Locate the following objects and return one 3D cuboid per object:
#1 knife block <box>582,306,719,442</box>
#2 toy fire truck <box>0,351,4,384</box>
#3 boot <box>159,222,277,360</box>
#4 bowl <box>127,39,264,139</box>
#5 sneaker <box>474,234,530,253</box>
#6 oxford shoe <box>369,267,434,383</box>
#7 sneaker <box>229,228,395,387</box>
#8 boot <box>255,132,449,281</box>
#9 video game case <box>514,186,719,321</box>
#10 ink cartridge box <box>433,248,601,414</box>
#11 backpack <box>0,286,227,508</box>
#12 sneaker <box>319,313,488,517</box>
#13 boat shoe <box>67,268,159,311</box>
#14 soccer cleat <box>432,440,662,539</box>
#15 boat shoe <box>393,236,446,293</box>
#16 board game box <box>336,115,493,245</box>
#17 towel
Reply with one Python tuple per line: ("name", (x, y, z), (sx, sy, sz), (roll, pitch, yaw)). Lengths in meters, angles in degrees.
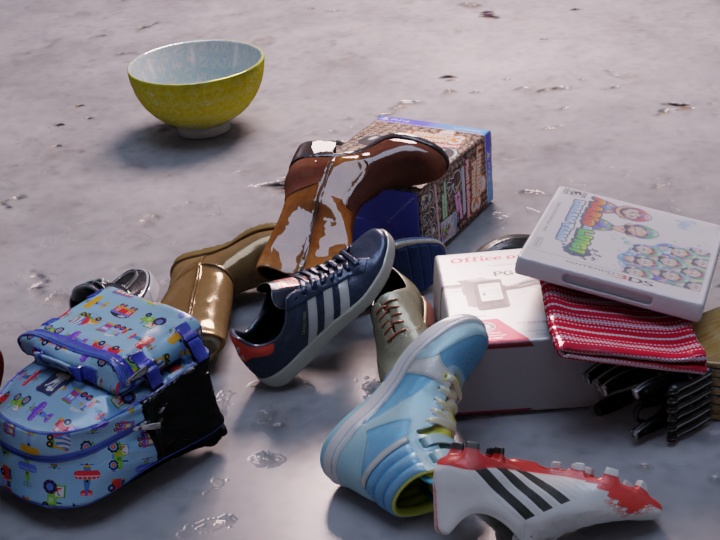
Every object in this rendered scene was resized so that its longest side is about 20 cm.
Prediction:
("knife block", (0.308, 0.089, 1.373), (0.175, 0.064, 0.200), (4, 28, 14))
("toy fire truck", (-0.398, 0.150, 1.255), (0.112, 0.168, 0.200), (13, 29, 10))
("boot", (-0.145, 0.033, 1.549), (0.175, 0.066, 0.200), (-20, 23, 12))
("bowl", (-0.234, -0.256, 2.085), (0.199, 0.108, 0.200), (-4, 27, 2))
("sneaker", (0.225, -0.004, 1.573), (0.199, 0.060, 0.104), (-10, 23, -19))
("oxford shoe", (0.035, 0.065, 1.430), (0.071, 0.074, 0.200), (-30, 24, 10))
("sneaker", (-0.050, 0.022, 1.441), (0.200, 0.085, 0.075), (-49, 31, -7))
("boot", (-0.005, -0.066, 1.560), (0.188, 0.069, 0.200), (5, 46, 8))
("video game case", (0.265, -0.022, 1.432), (0.181, 0.024, 0.200), (15, 28, 14))
("ink cartridge box", (0.153, 0.056, 1.441), (0.145, 0.084, 0.200), (-5, 27, -1))
("backpack", (-0.252, 0.123, 1.321), (0.182, 0.135, 0.200), (19, 38, 40))
("sneaker", (0.072, 0.137, 1.262), (0.200, 0.080, 0.130), (-48, 46, -10))
("boat shoe", (-0.282, 0.040, 1.542), (0.072, 0.068, 0.200), (-18, 22, 28))
("soccer cleat", (0.154, 0.199, 1.190), (0.199, 0.085, 0.069), (13, -10, -12))
("boat shoe", (0.000, 0.000, 1.587), (0.199, 0.072, 0.072), (-17, 28, -24))
("board game box", (0.051, -0.103, 1.752), (0.159, 0.097, 0.200), (10, 31, 27))
("towel", (0.247, 0.035, 1.368), (0.144, 0.023, 0.200), (6, 27, -2))
